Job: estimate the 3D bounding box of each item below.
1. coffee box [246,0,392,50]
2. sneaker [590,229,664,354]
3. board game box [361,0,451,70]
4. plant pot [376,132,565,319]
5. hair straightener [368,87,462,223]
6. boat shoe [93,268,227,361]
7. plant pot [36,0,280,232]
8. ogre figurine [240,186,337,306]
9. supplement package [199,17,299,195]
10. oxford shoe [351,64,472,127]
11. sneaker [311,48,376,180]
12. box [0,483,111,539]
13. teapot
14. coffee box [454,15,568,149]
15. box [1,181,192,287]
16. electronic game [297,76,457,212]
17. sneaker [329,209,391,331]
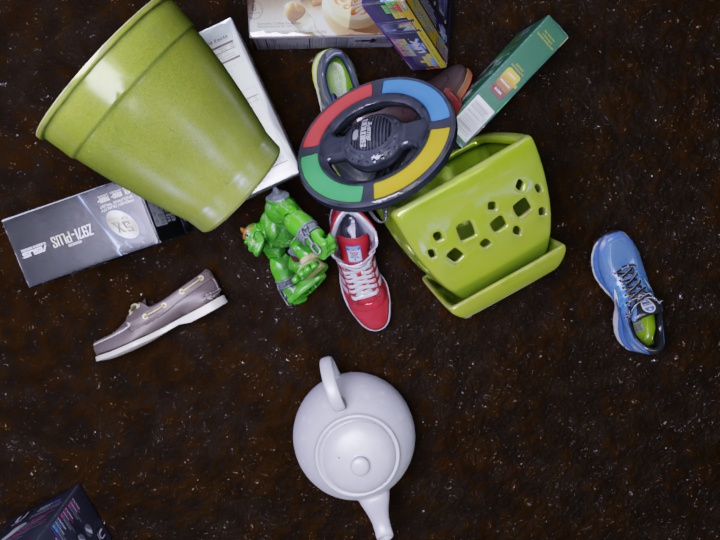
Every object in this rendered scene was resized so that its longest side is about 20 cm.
[{"bbox_3d":[-0.052,-0.365,0.870,0.199,0.080,0.115,-2,98,-4],"label":"coffee box"},{"bbox_3d":[0.408,0.033,0.955,0.078,0.089,0.201,-23,99,-1],"label":"sneaker"},{"bbox_3d":[0.065,-0.367,0.805,0.056,0.200,0.166,4,86,22],"label":"board game box"},{"bbox_3d":[0.148,-0.059,0.875,0.199,0.199,0.182,-28,105,0],"label":"plant pot"},{"bbox_3d":[0.058,-0.140,0.807,0.041,0.077,0.201,36,67,-24],"label":"hair straightener"},{"bbox_3d":[-0.292,0.065,0.922,0.199,0.072,0.060,-26,93,-4],"label":"boat shoe"},{"bbox_3d":[-0.197,-0.149,0.694,0.200,0.200,0.193,-46,110,3],"label":"plant pot"},{"bbox_3d":[-0.096,-0.032,0.879,0.098,0.200,0.120,-34,79,-7],"label":"ogre figurine"},{"bbox_3d":[-0.184,-0.190,0.849,0.150,0.152,0.201,-25,99,0],"label":"supplement package"},{"bbox_3d":[0.072,-0.232,0.869,0.200,0.071,0.073,-42,116,-19],"label":"oxford shoe"},{"bbox_3d":[-0.023,-0.211,0.894,0.074,0.081,0.201,-18,99,-1],"label":"sneaker"},{"bbox_3d":[-0.450,0.409,0.892,0.122,0.200,0.106,-27,99,0],"label":"box"},{"bbox_3d":[-0.008,0.247,0.929,0.199,0.146,0.198,26,95,-6],"label":"teapot"},{"bbox_3d":[0.182,-0.250,0.882,0.044,0.123,0.200,43,92,-9],"label":"coffee box"},{"bbox_3d":[-0.326,-0.057,0.834,0.163,0.200,0.087,-19,98,-2],"label":"box"},{"bbox_3d":[0.017,-0.153,0.764,0.200,0.200,0.042,-34,142,1],"label":"electronic game"},{"bbox_3d":[0.000,0.000,0.909,0.071,0.112,0.201,-17,99,-1],"label":"sneaker"}]
